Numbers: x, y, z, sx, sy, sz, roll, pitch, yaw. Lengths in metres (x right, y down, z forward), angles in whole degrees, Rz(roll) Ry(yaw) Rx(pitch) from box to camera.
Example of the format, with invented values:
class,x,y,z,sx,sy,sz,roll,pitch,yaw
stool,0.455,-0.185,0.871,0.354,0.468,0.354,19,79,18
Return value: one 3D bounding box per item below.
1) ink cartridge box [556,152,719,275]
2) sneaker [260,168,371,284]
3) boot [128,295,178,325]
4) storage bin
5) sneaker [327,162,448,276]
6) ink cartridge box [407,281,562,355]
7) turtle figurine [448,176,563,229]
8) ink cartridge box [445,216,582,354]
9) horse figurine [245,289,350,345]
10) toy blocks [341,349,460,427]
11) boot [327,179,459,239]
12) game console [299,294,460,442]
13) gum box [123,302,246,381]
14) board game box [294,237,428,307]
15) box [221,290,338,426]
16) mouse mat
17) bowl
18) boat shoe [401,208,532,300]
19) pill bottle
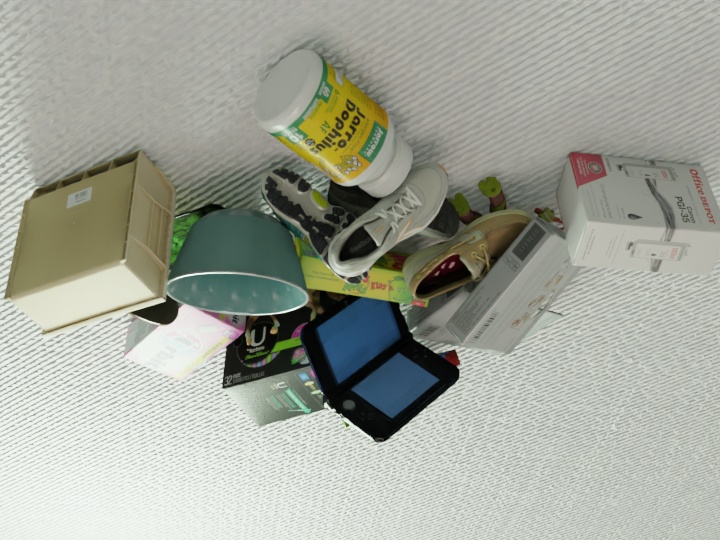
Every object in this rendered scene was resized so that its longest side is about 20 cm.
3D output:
class,x,y,z,sx,sy,sz,roll,pitch,yaw
ink cartridge box,0.377,-0.077,1.466,0.196,0.148,0.084,4,134,-7
sneaker,-0.060,-0.064,1.505,0.200,0.078,0.080,46,164,-6
boot,-0.367,0.031,1.646,0.197,0.074,0.076,28,146,-3
storage bin,-0.362,-0.039,1.467,0.197,0.202,0.094,-17,141,20
sneaker,0.039,-0.063,1.418,0.200,0.092,0.076,-44,91,3
ink cartridge box,0.190,0.067,1.683,0.170,0.044,0.200,12,153,-21
turtle figurine,0.187,-0.052,1.562,0.197,0.065,0.162,-20,137,22
ink cartridge box,0.228,0.026,1.536,0.201,0.044,0.173,-51,153,13
horse figurine,-0.111,0.044,1.652,0.196,0.134,0.050,-8,138,-12
toy blocks,0.075,0.184,1.742,0.198,0.102,0.136,-23,-177,-34
boot,0.037,-0.069,1.535,0.197,0.068,0.132,20,144,2
game console,0.032,0.125,1.604,0.169,0.199,0.120,30,137,31
gum box,-0.284,0.095,1.738,0.112,0.067,0.199,29,133,-30
board game box,0.000,0.000,1.591,0.196,0.102,0.049,9,107,-12
box,-0.102,0.137,1.726,0.197,0.151,0.125,-17,138,19
mouse mat,-0.255,-0.044,1.574,0.197,0.008,0.161,-16,159,19
bowl,-0.167,-0.016,1.489,0.196,0.107,0.201,1,163,0
boat shoe,0.153,-0.015,1.502,0.198,0.067,0.074,-28,126,14
pill bottle,-0.028,-0.178,1.368,0.112,0.114,0.199,-30,133,32
